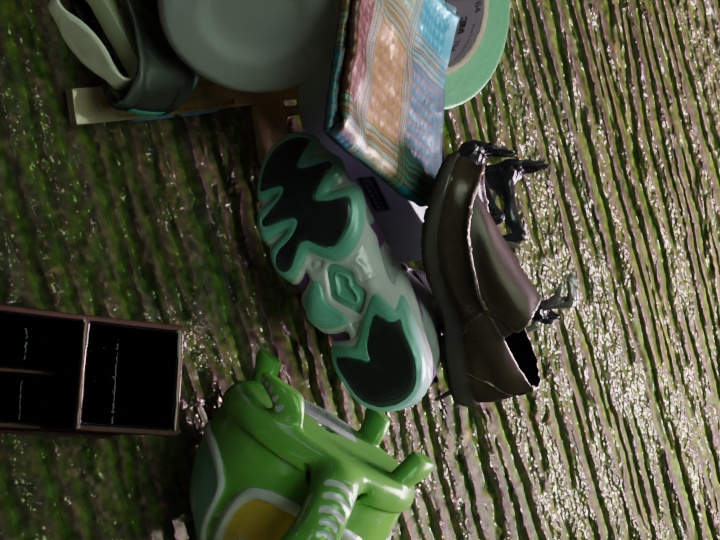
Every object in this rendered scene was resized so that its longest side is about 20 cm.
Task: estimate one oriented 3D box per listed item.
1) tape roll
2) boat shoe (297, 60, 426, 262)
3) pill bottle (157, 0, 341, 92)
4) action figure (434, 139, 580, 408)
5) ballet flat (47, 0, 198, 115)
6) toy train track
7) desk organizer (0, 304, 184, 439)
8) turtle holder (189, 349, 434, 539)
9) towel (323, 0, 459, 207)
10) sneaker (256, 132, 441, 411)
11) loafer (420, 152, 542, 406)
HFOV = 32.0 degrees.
[{"bbox_3d":[0.030,-0.219,0.961,0.200,0.048,0.202,4,83,-40],"label":"tape roll"},{"bbox_3d":[0.010,-0.093,0.899,0.200,0.073,0.066,71,28,-46],"label":"boat shoe"},{"bbox_3d":[-0.062,-0.212,0.791,0.114,0.114,0.201,39,31,-31],"label":"pill bottle"},{"bbox_3d":[0.103,0.004,0.964,0.119,0.102,0.201,21,70,-51],"label":"action figure"},{"bbox_3d":[-0.165,-0.185,0.757,0.068,0.068,0.201,-29,91,-45],"label":"ballet flat"},{"bbox_3d":[-0.106,-0.120,0.847,0.199,0.032,0.115,-13,101,-35],"label":"toy train track"},{"bbox_3d":[-0.204,0.056,0.711,0.199,0.077,0.072,9,79,-39],"label":"desk organizer"},{"bbox_3d":[-0.034,0.147,0.783,0.141,0.185,0.132,29,94,-41],"label":"turtle holder"},{"bbox_3d":[0.025,-0.128,0.785,0.200,0.022,0.147,27,68,-71],"label":"towel"},{"bbox_3d":[0.000,0.000,0.888,0.201,0.077,0.140,68,16,4],"label":"sneaker"},{"bbox_3d":[0.090,0.007,0.859,0.073,0.071,0.201,-66,151,-48],"label":"loafer"}]
